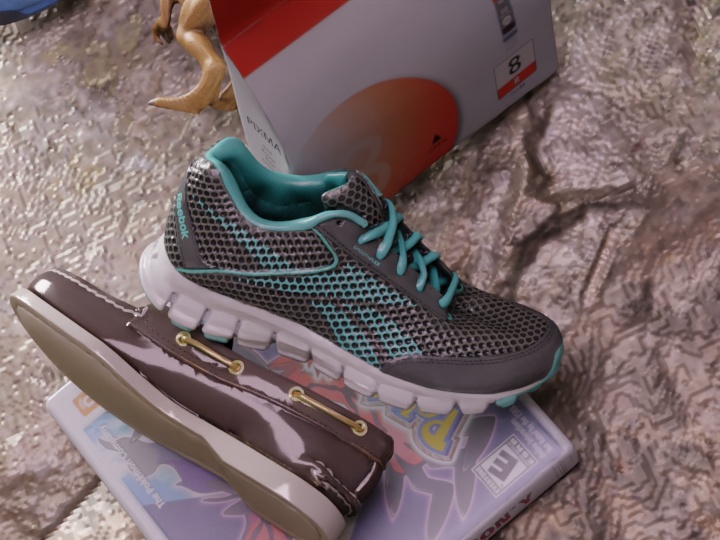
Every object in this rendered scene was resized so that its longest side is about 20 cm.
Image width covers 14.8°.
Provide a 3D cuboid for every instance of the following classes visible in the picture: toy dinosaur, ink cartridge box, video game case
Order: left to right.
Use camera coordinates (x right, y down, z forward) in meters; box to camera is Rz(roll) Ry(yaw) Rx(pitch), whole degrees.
[{"bbox_3d":[-0.065,-0.129,1.362,0.200,0.060,0.107,23,106,52],"label":"toy dinosaur"},{"bbox_3d":[-0.026,0.076,1.316,0.182,0.023,0.200,-40,63,-4],"label":"video game case"},{"bbox_3d":[0.015,-0.117,1.279,0.162,0.200,0.050,-37,63,-15],"label":"ink cartridge box"}]

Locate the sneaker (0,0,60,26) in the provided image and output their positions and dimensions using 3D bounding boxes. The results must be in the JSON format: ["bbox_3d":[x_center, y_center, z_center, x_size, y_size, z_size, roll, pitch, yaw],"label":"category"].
[{"bbox_3d":[-0.142,-0.205,1.438,0.199,0.079,0.066,-34,52,0],"label":"sneaker"}]

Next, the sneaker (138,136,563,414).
[{"bbox_3d":[0.000,0.000,1.255,0.199,0.092,0.078,16,33,0],"label":"sneaker"}]

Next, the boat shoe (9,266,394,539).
[{"bbox_3d":[-0.075,0.052,1.291,0.199,0.072,0.060,32,72,22],"label":"boat shoe"}]
